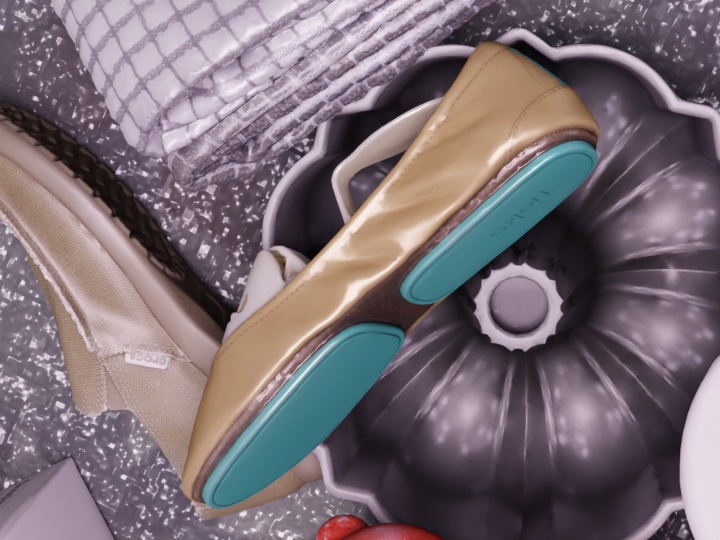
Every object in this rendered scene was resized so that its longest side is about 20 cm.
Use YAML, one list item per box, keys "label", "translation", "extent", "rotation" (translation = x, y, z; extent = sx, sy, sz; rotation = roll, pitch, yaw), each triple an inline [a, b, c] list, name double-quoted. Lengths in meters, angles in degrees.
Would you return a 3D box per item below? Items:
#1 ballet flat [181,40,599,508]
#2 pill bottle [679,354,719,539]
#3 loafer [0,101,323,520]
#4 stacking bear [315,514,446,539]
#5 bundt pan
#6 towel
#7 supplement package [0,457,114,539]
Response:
- label: "ballet flat"
  translation: [0.000, 0.000, 0.882]
  extent: [0.200, 0.069, 0.063]
  rotation: [-43, 66, 10]
- label: "pill bottle"
  translation: [0.197, 0.078, 0.867]
  extent: [0.112, 0.200, 0.114]
  rotation: [-7, 75, 28]
- label: "loafer"
  translation: [-0.093, 0.020, 0.958]
  extent: [0.067, 0.076, 0.200]
  rotation: [-42, 94, 6]
- label: "stacking bear"
  translation: [0.071, 0.150, 0.885]
  extent: [0.199, 0.122, 0.114]
  rotation: [19, 148, -7]
- label: "bundt pan"
  translation: [0.062, 0.007, 0.937]
  extent: [0.200, 0.076, 0.204]
  rotation: [1, 101, 6]
- label: "towel"
  translation: [-0.022, -0.145, 0.883]
  extent: [0.199, 0.086, 0.166]
  rotation: [-33, 61, 8]
- label: "supplement package"
  translation: [-0.185, 0.179, 0.979]
  extent: [0.199, 0.117, 0.118]
  rotation: [-26, 97, 11]
